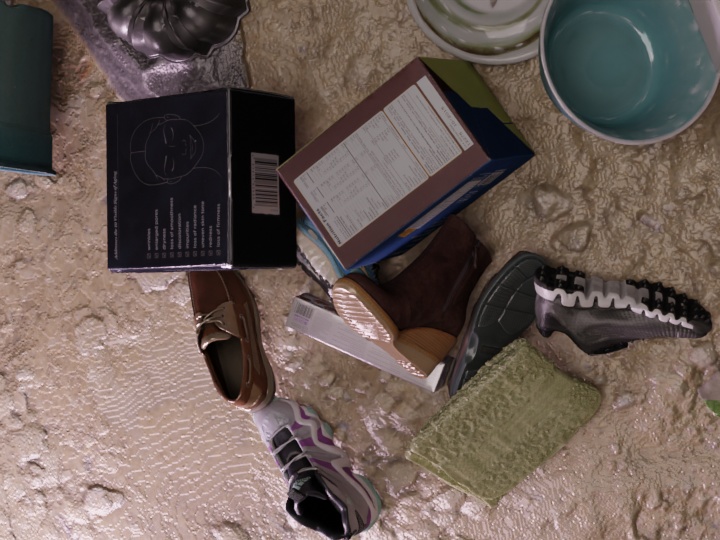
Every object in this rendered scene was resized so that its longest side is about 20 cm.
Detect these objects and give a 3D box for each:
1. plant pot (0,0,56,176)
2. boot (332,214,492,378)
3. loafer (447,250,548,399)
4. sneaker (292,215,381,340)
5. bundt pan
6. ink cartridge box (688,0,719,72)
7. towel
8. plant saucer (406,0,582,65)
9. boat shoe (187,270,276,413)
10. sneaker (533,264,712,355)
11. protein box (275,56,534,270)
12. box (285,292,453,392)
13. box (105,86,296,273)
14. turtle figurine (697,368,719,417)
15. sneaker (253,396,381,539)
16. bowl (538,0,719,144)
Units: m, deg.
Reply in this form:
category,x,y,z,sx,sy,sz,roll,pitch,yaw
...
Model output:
category,x,y,z,sx,sy,sz,roll,pitch,yaw
plant pot,-0.455,-0.223,1.870,0.200,0.200,0.197,8,92,18
boot,0.058,0.007,1.694,0.072,0.200,0.167,14,69,40
loafer,0.145,0.063,1.758,0.072,0.063,0.200,19,103,-23
sneaker,0.000,0.000,1.782,0.090,0.078,0.200,-36,72,-13
bundt pan,-0.230,-0.345,1.831,0.201,0.076,0.202,3,98,19
ink cartridge box,0.433,-0.307,1.566,0.200,0.084,0.146,-23,90,-2
towel,0.159,0.173,1.746,0.148,0.037,0.200,34,112,-25
plant saucer,0.147,-0.323,1.693,0.200,0.050,0.200,4,125,6
boat shoe,-0.160,0.072,1.847,0.076,0.072,0.200,-30,73,19
sneaker,0.283,0.056,1.710,0.200,0.067,0.091,12,119,7
protein box,0.053,-0.117,1.693,0.200,0.198,0.135,-37,83,19
box,0.009,0.083,1.818,0.200,0.039,0.042,23,104,15
box,-0.184,-0.098,1.781,0.196,0.124,0.201,-1,89,36
turtle figurine,0.461,0.096,1.610,0.200,0.144,0.194,42,111,14
sneaker,-0.067,0.234,1.808,0.200,0.140,0.078,44,108,9
bowl,0.268,-0.225,1.635,0.200,0.105,0.201,1,86,-11
